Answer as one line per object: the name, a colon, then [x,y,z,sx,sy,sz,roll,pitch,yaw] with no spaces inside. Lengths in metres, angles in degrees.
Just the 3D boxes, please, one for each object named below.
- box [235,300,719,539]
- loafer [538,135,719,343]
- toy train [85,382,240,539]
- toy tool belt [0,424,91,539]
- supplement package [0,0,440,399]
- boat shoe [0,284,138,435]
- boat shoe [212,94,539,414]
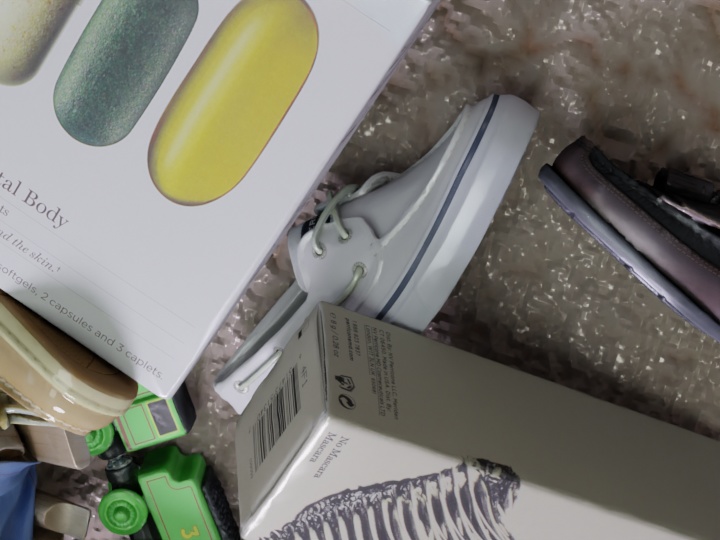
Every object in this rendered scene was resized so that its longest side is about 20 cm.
box: [0.053,0.089,1.125,0.199,0.069,0.082,19,128,-20]
loafer: [0.162,0.004,1.111,0.200,0.072,0.063,39,98,-11]
toy train: [-0.105,0.052,1.211,0.056,0.042,0.201,-16,109,10]
toy tool belt: [-0.182,0.130,1.217,0.122,0.125,0.201,20,119,19]
supplement package: [-0.068,-0.092,1.071,0.151,0.151,0.200,34,118,-2]
boat shoe: [-0.157,0.030,1.116,0.073,0.200,0.063,31,89,-37]
boat shoe: [0.000,0.000,1.138,0.067,0.074,0.200,30,119,-4]
